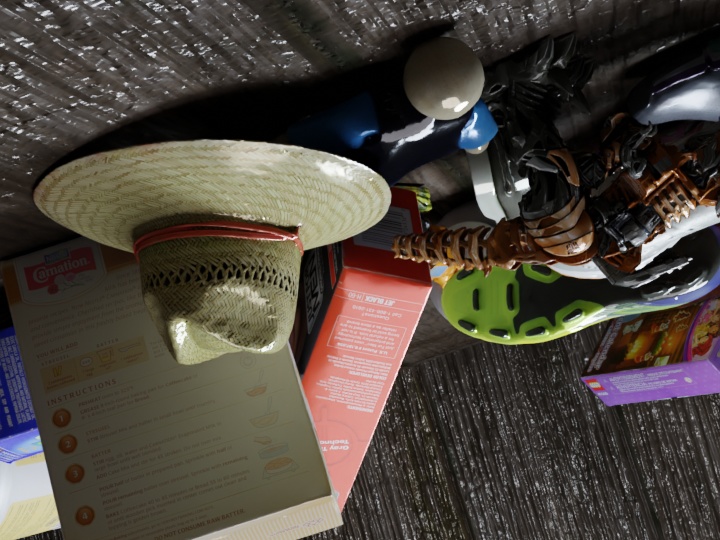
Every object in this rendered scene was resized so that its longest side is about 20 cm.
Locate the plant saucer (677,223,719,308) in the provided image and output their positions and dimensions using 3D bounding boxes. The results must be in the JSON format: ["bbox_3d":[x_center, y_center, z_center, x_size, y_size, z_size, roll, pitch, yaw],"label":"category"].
[{"bbox_3d":[0.312,-0.083,1.155,0.199,0.037,0.201,-26,-150,45],"label":"plant saucer"}]

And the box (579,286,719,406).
[{"bbox_3d":[0.259,0.007,1.208,0.136,0.039,0.201,-15,-142,55],"label":"box"}]

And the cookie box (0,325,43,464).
[{"bbox_3d":[-0.170,0.066,1.112,0.198,0.076,0.171,-17,172,-7],"label":"cookie box"}]

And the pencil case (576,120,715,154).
[{"bbox_3d":[0.225,-0.067,1.124,0.087,0.083,0.200,-59,-162,-16],"label":"pencil case"}]

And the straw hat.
[{"bbox_3d":[-0.072,0.005,0.836,0.199,0.086,0.201,-1,166,0],"label":"straw hat"}]

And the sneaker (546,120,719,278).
[{"bbox_3d":[0.194,-0.055,0.942,0.198,0.076,0.092,-19,168,-3],"label":"sneaker"}]

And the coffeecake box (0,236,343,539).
[{"bbox_3d":[-0.113,0.072,0.954,0.152,0.202,0.073,-17,158,-3],"label":"coffeecake box"}]

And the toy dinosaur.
[{"bbox_3d":[0.115,-0.050,0.893,0.198,0.137,0.102,-17,173,-9],"label":"toy dinosaur"}]

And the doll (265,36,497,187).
[{"bbox_3d":[0.003,-0.066,0.843,0.135,0.049,0.200,-6,167,-30],"label":"doll"}]

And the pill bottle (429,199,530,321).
[{"bbox_3d":[0.118,-0.002,1.341,0.110,0.112,0.200,-20,173,18],"label":"pill bottle"}]

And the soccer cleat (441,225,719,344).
[{"bbox_3d":[0.153,0.010,1.088,0.198,0.065,0.084,-13,172,22],"label":"soccer cleat"}]

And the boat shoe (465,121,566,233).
[{"bbox_3d":[0.111,-0.060,1.059,0.060,0.073,0.202,-14,169,10],"label":"boat shoe"}]

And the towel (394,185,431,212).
[{"bbox_3d":[-0.029,-0.037,1.106,0.086,0.018,0.199,-23,171,27],"label":"towel"}]

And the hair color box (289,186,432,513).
[{"bbox_3d":[-0.016,0.051,1.036,0.061,0.102,0.201,10,125,-13],"label":"hair color box"}]

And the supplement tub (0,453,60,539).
[{"bbox_3d":[-0.307,0.148,1.284,0.144,0.147,0.200,-21,171,24],"label":"supplement tub"}]

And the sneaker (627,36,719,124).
[{"bbox_3d":[0.270,-0.112,1.000,0.198,0.088,0.074,-19,172,7],"label":"sneaker"}]

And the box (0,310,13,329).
[{"bbox_3d":[-0.165,0.022,1.188,0.162,0.021,0.200,-22,172,22],"label":"box"}]

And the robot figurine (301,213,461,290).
[{"bbox_3d":[0.000,0.000,1.156,0.144,0.059,0.200,-21,172,21],"label":"robot figurine"}]
